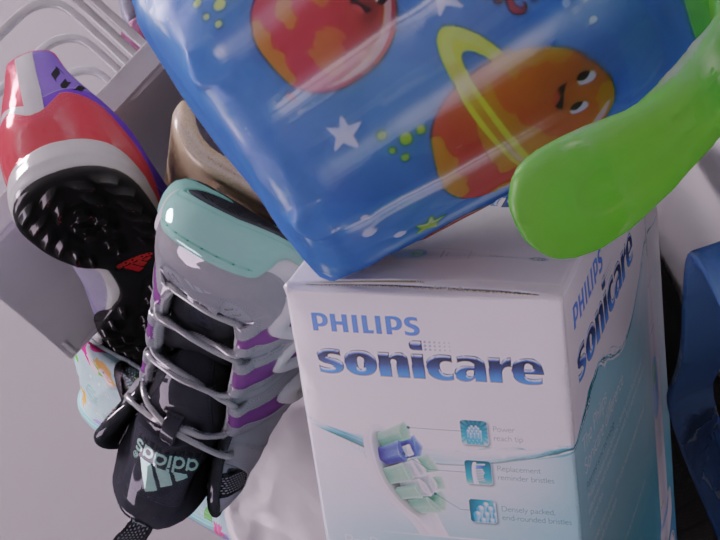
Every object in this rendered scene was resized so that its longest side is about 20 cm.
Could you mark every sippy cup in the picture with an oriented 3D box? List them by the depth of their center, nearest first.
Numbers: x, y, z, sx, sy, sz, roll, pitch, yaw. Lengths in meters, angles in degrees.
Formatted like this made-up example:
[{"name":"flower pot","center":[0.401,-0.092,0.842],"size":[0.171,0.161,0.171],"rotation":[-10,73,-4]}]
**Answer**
[{"name":"sippy cup","center":[0.015,-0.071,0.454],"size":[0.140,0.130,0.178],"rotation":[56,177,-7]}]

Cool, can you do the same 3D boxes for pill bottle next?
[{"name":"pill bottle","center":[0.024,0.107,0.874],"size":[0.113,0.112,0.200],"rotation":[53,-158,19]}]

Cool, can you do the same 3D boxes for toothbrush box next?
[{"name":"toothbrush box","center":[0.050,0.061,0.555],"size":[0.147,0.085,0.201],"rotation":[-56,-36,-56]}]

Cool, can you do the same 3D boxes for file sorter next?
[{"name":"file sorter","center":[-0.166,-0.065,0.874],"size":[0.124,0.139,0.200],"rotation":[41,172,13]}]

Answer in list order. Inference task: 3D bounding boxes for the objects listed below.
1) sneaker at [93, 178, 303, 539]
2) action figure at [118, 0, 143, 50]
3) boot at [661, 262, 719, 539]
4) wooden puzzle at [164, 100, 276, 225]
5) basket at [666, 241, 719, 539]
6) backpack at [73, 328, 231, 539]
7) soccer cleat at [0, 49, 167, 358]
[{"name":"sneaker","center":[-0.065,0.052,0.671],"size":[0.077,0.140,0.200],"rotation":[29,171,14]},{"name":"action figure","center":[-0.081,-0.114,0.920],"size":[0.200,0.133,0.150],"rotation":[-127,32,-78]},{"name":"boot","center":[0.103,0.041,0.778],"size":[0.201,0.073,0.151],"rotation":[61,173,-28]},{"name":"wooden puzzle","center":[0.000,0.000,0.742],"size":[0.199,0.037,0.185],"rotation":[34,170,-3]},{"name":"basket","center":[0.133,0.103,0.476],"size":[0.176,0.138,0.201],"rotation":[64,-170,-68]},{"name":"backpack","center":[-0.072,0.056,0.997],"size":[0.199,0.177,0.151],"rotation":[23,130,36]},{"name":"soccer cleat","center":[-0.105,-0.022,0.750],"size":[0.200,0.068,0.074],"rotation":[62,-171,-63]}]
